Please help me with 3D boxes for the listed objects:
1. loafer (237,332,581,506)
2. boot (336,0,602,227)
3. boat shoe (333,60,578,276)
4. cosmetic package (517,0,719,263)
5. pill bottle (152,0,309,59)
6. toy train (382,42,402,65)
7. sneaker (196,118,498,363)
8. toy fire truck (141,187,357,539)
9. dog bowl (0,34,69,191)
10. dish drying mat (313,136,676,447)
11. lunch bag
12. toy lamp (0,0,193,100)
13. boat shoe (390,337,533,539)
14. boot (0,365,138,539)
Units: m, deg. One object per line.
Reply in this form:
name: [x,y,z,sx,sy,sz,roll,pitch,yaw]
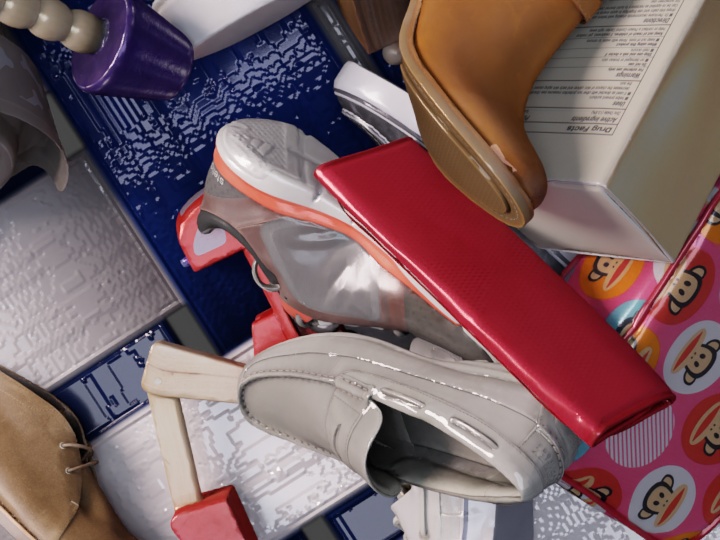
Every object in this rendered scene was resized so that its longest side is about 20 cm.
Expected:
loafer: [0.013,0.077,0.852,0.200,0.070,0.070,3,128,36]
boot: [0.087,-0.126,0.839,0.155,0.074,0.200,-26,59,-5]
boat shoe: [0.055,-0.034,0.936,0.200,0.072,0.068,40,92,-8]
cosmetic package: [0.151,-0.107,0.872,0.071,0.105,0.200,41,72,-34]
pill bottle: [-0.102,-0.222,0.904,0.113,0.113,0.200,-28,92,3]
toy train: [0.041,-0.214,0.930,0.150,0.056,0.200,-33,92,3]
sneaker: [0.000,0.000,0.893,0.200,0.077,0.082,35,121,9]
toy fire truck: [-0.070,0.056,0.951,0.141,0.049,0.200,-27,93,2]
dog bowl: [-0.255,-0.072,0.882,0.200,0.200,0.059,-9,71,2]
dish drying mat: [0.065,0.007,0.834,0.200,0.077,0.018,44,132,24]
lunch bag: [0.185,0.048,0.910,0.176,0.082,0.200,36,94,-31]
toy lamp: [-0.172,-0.130,0.819,0.200,0.058,0.058,16,94,-36]
boat shoe: [0.053,0.132,0.950,0.070,0.071,0.200,1,98,29]
boot: [-0.169,0.122,0.951,0.200,0.074,0.075,36,84,2]
